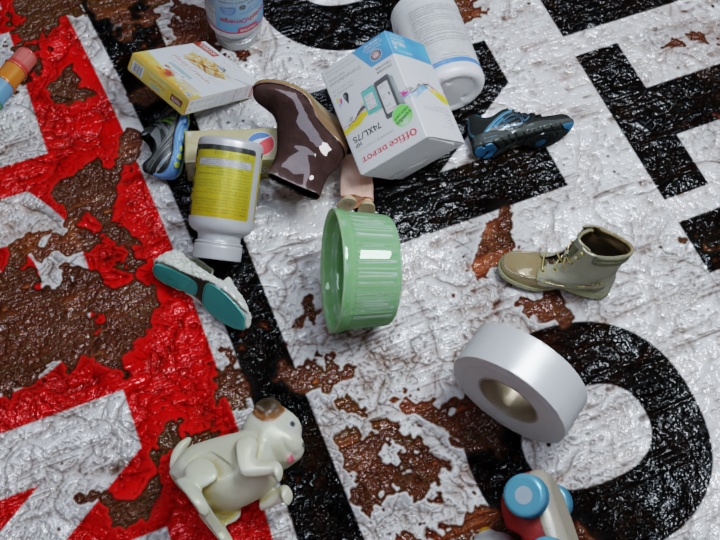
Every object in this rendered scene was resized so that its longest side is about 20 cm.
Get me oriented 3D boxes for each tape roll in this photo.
[{"bbox_3d":[0.242,0.174,1.451,0.202,0.203,0.071,34,67,12],"label":"tape roll"}]

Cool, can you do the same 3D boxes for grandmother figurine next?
[{"bbox_3d":[-0.009,-0.198,1.699,0.121,0.061,0.201,18,58,-25],"label":"grandmother figurine"}]

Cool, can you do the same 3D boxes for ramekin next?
[{"bbox_3d":[0.000,0.000,1.526,0.097,0.200,0.201,0,64,-13],"label":"ramekin"}]

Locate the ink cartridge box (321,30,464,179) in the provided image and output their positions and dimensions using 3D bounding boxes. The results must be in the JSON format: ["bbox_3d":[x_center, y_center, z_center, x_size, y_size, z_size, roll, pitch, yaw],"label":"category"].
[{"bbox_3d":[0.057,-0.279,1.640,0.146,0.146,0.201,-27,78,29],"label":"ink cartridge box"}]

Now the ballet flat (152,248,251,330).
[{"bbox_3d":[-0.251,0.022,1.570,0.200,0.072,0.072,32,66,11],"label":"ballet flat"}]

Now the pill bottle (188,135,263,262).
[{"bbox_3d":[-0.228,-0.118,1.584,0.111,0.111,0.201,7,89,0],"label":"pill bottle"}]

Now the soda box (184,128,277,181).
[{"bbox_3d":[-0.210,-0.206,1.683,0.199,0.064,0.068,-2,64,-5],"label":"soda box"}]

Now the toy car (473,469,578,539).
[{"bbox_3d":[0.213,0.402,1.381,0.199,0.184,0.178,-25,65,16],"label":"toy car"}]

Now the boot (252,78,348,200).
[{"bbox_3d":[-0.122,-0.227,1.619,0.199,0.072,0.167,29,58,-3],"label":"boot"}]

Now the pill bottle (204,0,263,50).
[{"bbox_3d":[-0.234,-0.501,1.749,0.108,0.200,0.109,1,64,-3],"label":"pill bottle"}]

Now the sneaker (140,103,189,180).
[{"bbox_3d":[-0.350,-0.256,1.694,0.082,0.071,0.200,6,65,-4],"label":"sneaker"}]

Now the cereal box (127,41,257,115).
[{"bbox_3d":[-0.298,-0.350,1.706,0.144,0.040,0.200,39,34,14],"label":"cereal box"}]

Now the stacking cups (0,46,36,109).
[{"bbox_3d":[-0.662,-0.326,1.717,0.060,0.061,0.201,22,63,7],"label":"stacking cups"}]

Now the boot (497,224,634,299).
[{"bbox_3d":[0.338,-0.021,1.576,0.199,0.155,0.072,11,64,1],"label":"boot"}]

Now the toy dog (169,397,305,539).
[{"bbox_3d":[-0.171,0.287,1.421,0.200,0.140,0.194,-36,35,-17],"label":"toy dog"}]

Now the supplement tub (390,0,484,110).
[{"bbox_3d":[0.142,-0.408,1.766,0.131,0.132,0.201,-11,66,-9],"label":"supplement tub"}]

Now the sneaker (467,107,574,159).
[{"bbox_3d":[0.293,-0.268,1.740,0.199,0.073,0.082,-11,63,-10],"label":"sneaker"}]
